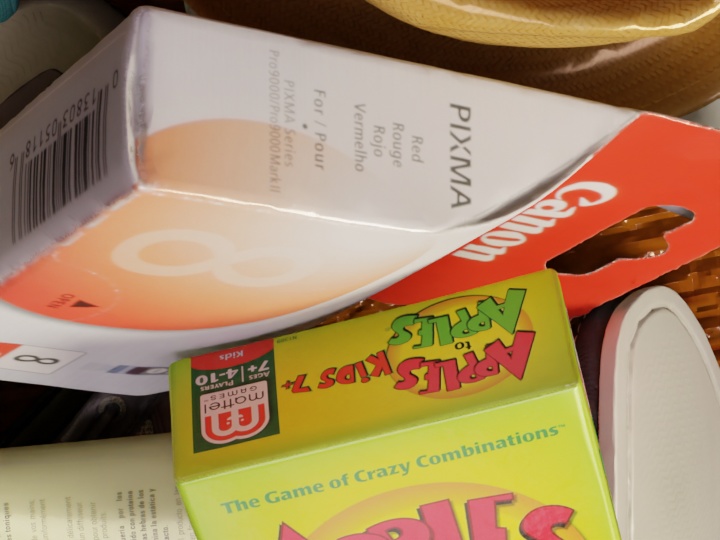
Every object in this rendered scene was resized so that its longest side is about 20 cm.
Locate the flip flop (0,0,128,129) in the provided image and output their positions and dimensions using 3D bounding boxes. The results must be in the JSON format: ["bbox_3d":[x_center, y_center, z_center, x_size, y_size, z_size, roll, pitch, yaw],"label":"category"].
[{"bbox_3d":[-0.133,0.003,0.781,0.200,0.058,0.081,-43,83,17],"label":"flip flop"}]

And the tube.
[{"bbox_3d":[-0.061,0.072,0.782,0.199,0.052,0.058,-8,77,-2],"label":"tube"}]

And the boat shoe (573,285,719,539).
[{"bbox_3d":[0.078,0.098,0.851,0.060,0.074,0.201,8,119,37],"label":"boat shoe"}]

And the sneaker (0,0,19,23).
[{"bbox_3d":[-0.060,-0.144,0.712,0.079,0.078,0.200,18,117,-19],"label":"sneaker"}]

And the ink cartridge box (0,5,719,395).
[{"bbox_3d":[0.000,0.000,0.714,0.199,0.050,0.162,13,158,-25],"label":"ink cartridge box"}]

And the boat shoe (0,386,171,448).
[{"bbox_3d":[-0.122,0.084,0.838,0.200,0.073,0.065,-36,109,6],"label":"boat shoe"}]

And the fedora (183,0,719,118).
[{"bbox_3d":[0.034,-0.106,0.649,0.200,0.082,0.201,-1,115,-3],"label":"fedora"}]

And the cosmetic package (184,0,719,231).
[{"bbox_3d":[0.062,-0.084,0.747,0.199,0.074,0.102,20,115,-11],"label":"cosmetic package"}]

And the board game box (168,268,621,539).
[{"bbox_3d":[0.025,0.100,0.751,0.101,0.048,0.201,-13,128,5],"label":"board game box"}]
